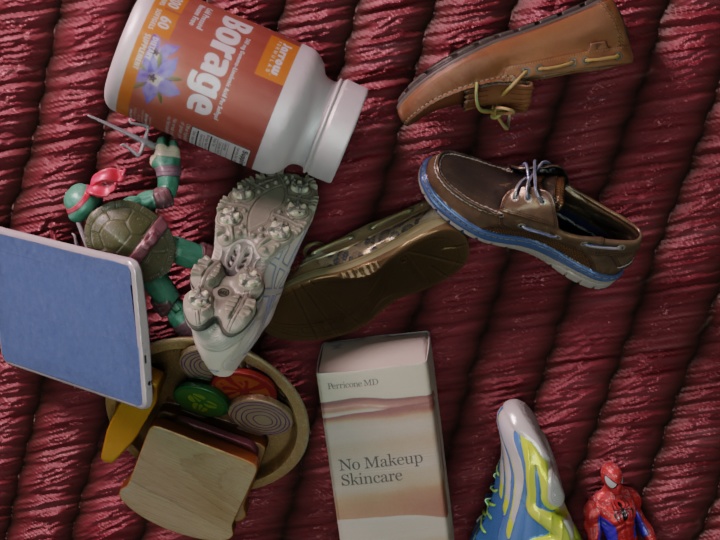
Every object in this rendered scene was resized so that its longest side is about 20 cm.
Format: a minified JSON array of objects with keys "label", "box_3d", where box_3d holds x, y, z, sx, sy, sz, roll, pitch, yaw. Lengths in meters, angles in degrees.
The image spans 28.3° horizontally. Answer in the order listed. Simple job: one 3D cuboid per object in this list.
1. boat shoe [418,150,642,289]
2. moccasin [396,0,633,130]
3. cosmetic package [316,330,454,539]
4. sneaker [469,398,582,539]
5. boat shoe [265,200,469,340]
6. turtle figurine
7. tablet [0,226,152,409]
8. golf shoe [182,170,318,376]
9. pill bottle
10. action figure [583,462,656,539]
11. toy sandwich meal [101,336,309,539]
[{"label":"boat shoe","box_3d":[0.147,-0.058,1.202,0.199,0.073,0.072,23,140,-13]},{"label":"moccasin","box_3d":[0.128,-0.160,1.189,0.200,0.074,0.078,-20,94,-2]},{"label":"cosmetic package","box_3d":[0.024,0.165,1.268,0.102,0.087,0.202,-8,105,5]},{"label":"sneaker","box_3d":[0.136,0.218,1.285,0.104,0.076,0.201,-19,104,8]},{"label":"boat shoe","box_3d":[0.000,0.000,1.245,0.199,0.063,0.074,-22,129,10]},{"label":"turtle figurine","box_3d":[-0.191,-0.027,1.223,0.150,0.101,0.200,-41,110,21]},{"label":"tablet","box_3d":[-0.250,0.038,1.223,0.199,0.014,0.131,12,112,39]},{"label":"golf shoe","box_3d":[-0.093,0.000,1.199,0.078,0.201,0.098,18,139,13]},{"label":"pill bottle","box_3d":[-0.100,-0.149,1.176,0.199,0.112,0.113,22,105,-4]},{"label":"action figure","box_3d":[0.244,0.269,1.305,0.065,0.052,0.202,-17,103,-15]},{"label":"toy sandwich meal","box_3d":[-0.141,0.147,1.252,0.203,0.070,0.206,5,129,6]}]
